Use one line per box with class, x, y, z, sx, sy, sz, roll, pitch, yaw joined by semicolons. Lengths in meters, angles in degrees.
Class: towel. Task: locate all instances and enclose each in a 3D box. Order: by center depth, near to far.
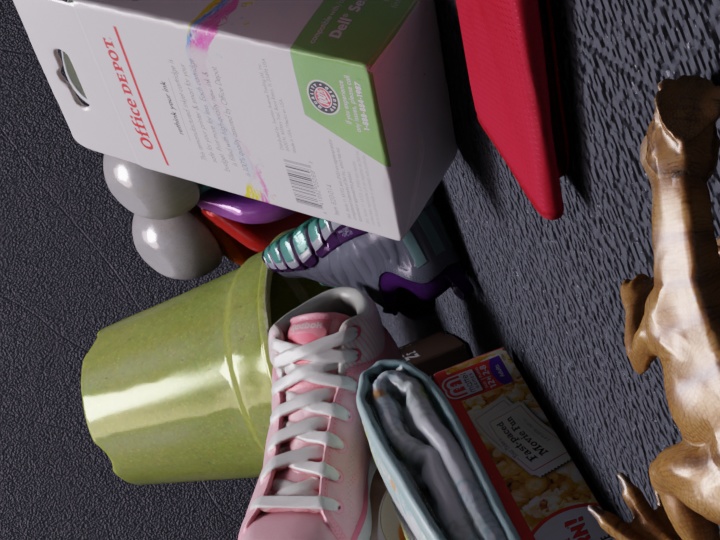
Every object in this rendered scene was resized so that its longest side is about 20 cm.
towel;0.057;0.166;0.688;0.200;0.048;0.171;-116;9;-47

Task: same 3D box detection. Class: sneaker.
sneaker;-0.029;0.087;0.740;0.200;0.075;0.105;-63;-38;-48
sneaker;0.000;0.000;0.823;0.088;0.074;0.200;60;158;-3

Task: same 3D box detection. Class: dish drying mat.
dish drying mat;0.044;-0.112;0.441;0.077;0.018;0.200;-116;7;-46

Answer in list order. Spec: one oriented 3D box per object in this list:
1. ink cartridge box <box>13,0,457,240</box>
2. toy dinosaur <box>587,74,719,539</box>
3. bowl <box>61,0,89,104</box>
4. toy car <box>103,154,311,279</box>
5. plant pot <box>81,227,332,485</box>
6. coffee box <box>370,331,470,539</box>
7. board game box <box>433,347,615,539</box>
ink cartridge box;-0.060;-0.097;0.644;0.200;0.067;0.117;17;146;23
toy dinosaur;0.097;0.052;0.319;0.106;0.060;0.200;95;153;-74
bowl;-0.107;-0.183;0.918;0.090;0.201;0.201;30;-152;-48
toy car;-0.095;-0.079;1.051;0.150;0.175;0.200;28;154;24
plant pot;-0.106;0.085;1.022;0.200;0.184;0.201;-14;-90;-70
coffee box;0.045;0.157;0.898;0.080;0.114;0.200;-150;39;-81
board game box;0.105;0.161;0.693;0.200;0.046;0.152;-117;9;-50
